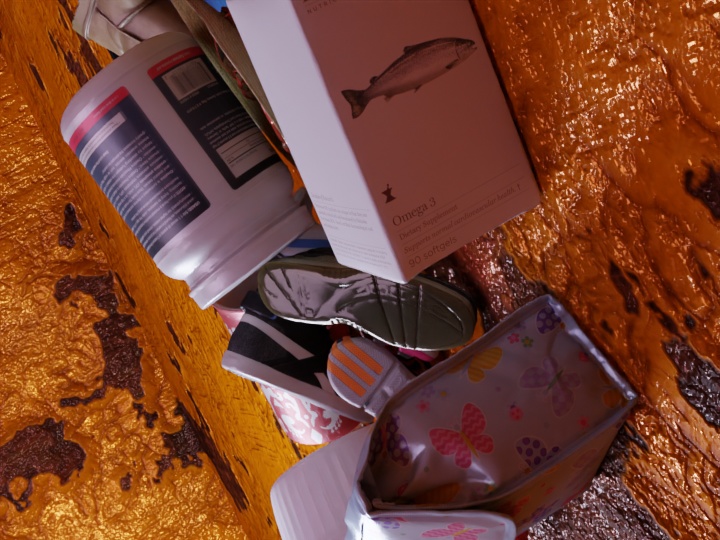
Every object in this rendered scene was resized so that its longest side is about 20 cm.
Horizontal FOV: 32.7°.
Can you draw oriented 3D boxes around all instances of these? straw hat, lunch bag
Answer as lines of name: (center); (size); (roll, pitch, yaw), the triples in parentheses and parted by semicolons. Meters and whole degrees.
straw hat: (-0.072, -0.181, 0.988); (0.202, 0.085, 0.201); (53, 177, 4)
lunch bag: (0.078, 0.140, 0.862); (0.128, 0.198, 0.170); (54, 160, 23)

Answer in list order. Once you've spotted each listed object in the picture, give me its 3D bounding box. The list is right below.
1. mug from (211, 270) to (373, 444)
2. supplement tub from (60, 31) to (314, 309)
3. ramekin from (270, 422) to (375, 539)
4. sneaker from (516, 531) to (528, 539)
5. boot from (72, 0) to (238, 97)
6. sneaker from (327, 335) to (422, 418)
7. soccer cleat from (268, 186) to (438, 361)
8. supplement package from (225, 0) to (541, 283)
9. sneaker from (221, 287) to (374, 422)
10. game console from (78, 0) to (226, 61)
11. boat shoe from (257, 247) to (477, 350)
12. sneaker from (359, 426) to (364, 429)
mug: (-0.059, 0.086, 1.301); (0.177, 0.132, 0.202); (39, 155, 55)
supplement tub: (-0.145, -0.084, 1.037); (0.201, 0.140, 0.140); (54, 163, -2)
ramekin: (0.006, 0.225, 1.219); (0.201, 0.198, 0.099); (105, 141, -66)
sneaker: (0.104, 0.183, 1.020); (0.116, 0.077, 0.202); (-131, 19, -73)
boot: (-0.154, -0.222, 1.102); (0.199, 0.066, 0.176); (35, 141, 4)
sneaker: (0.057, 0.126, 1.135); (0.200, 0.078, 0.112); (45, -173, 1)
soccer cleat: (0.000, 0.000, 1.104); (0.199, 0.087, 0.070); (35, -177, 12)
supplement package: (0.015, -0.112, 0.804); (0.202, 0.116, 0.117); (66, 162, -16)
sneaker: (-0.037, 0.072, 1.185); (0.073, 0.113, 0.199); (14, 170, 44)
game console: (-0.196, -0.272, 1.182); (0.201, 0.171, 0.119); (58, -171, 14)
boat shoe: (0.010, 0.014, 1.025); (0.198, 0.066, 0.073); (9, 123, 26)
sneaker: (0.014, 0.248, 1.395); (0.200, 0.088, 0.078); (19, 134, 65)
